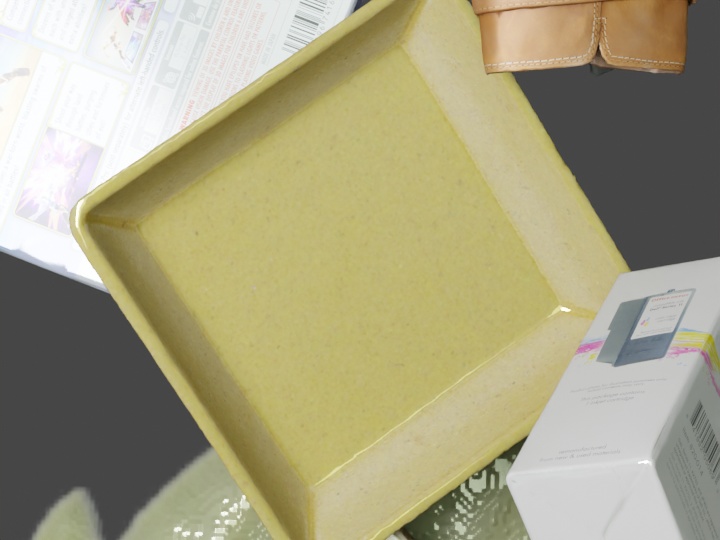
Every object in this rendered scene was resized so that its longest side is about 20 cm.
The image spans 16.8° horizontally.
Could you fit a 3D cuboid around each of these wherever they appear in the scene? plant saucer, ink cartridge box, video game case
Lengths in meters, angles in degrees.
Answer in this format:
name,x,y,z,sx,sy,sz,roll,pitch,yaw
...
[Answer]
name,x,y,z,sx,sy,sz,roll,pitch,yaw
plant saucer,0.000,0.000,1.076,0.200,0.048,0.200,-35,104,-10
ink cartridge box,0.140,0.073,1.037,0.067,0.200,0.117,-10,116,30
video game case,-0.107,-0.094,1.112,0.181,0.045,0.201,21,89,1

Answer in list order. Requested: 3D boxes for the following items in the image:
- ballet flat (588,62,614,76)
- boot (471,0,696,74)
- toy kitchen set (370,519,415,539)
name,x,y,z,sx,sy,sz,roll,pitch,yaw
ballet flat,0.057,-0.163,1.100,0.200,0.068,0.068,43,101,3
boot,0.055,-0.161,1.037,0.199,0.077,0.156,3,95,-14
toy kitchen set,0.080,0.181,1.031,0.163,0.180,0.200,-42,87,-1
